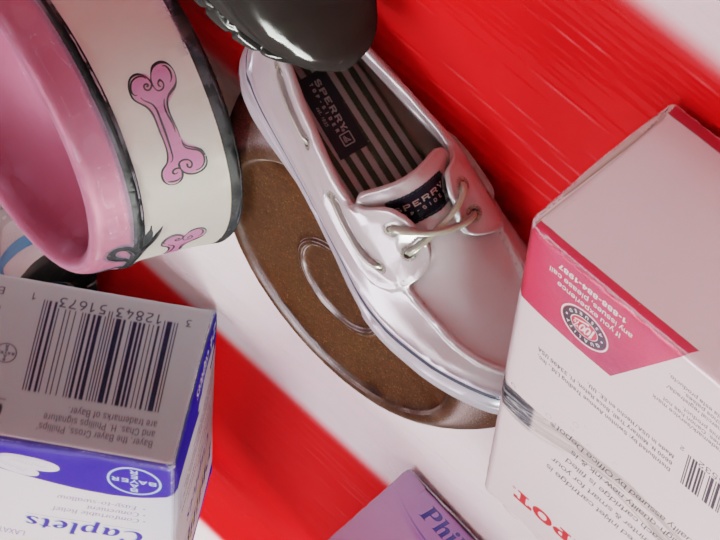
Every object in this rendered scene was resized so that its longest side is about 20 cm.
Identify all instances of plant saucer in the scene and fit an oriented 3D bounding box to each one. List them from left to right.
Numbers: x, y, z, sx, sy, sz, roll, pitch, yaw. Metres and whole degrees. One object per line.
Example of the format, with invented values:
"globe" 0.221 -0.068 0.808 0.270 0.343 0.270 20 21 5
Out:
"plant saucer" 0.000 0.000 1.263 0.200 0.032 0.200 41 155 24

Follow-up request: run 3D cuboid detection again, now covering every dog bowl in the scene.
"dog bowl" -0.140 -0.087 1.292 0.200 0.074 0.200 47 155 30

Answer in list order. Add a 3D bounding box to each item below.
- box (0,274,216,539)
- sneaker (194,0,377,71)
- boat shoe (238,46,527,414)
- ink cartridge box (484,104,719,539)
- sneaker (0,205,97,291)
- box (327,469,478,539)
"box" -0.180 0.097 1.525 0.183 0.105 0.200 10 149 2
"sneaker" -0.029 -0.154 1.043 0.091 0.076 0.200 16 143 40
"boat shoe" 0.017 -0.025 1.136 0.200 0.074 0.067 49 165 6
"ink cartridge box" 0.133 0.057 1.043 0.145 0.084 0.200 41 154 21
"sneaker" -0.194 0.017 1.604 0.087 0.075 0.200 54 157 26
"box" 0.033 0.227 1.454 0.176 0.097 0.200 47 156 9
